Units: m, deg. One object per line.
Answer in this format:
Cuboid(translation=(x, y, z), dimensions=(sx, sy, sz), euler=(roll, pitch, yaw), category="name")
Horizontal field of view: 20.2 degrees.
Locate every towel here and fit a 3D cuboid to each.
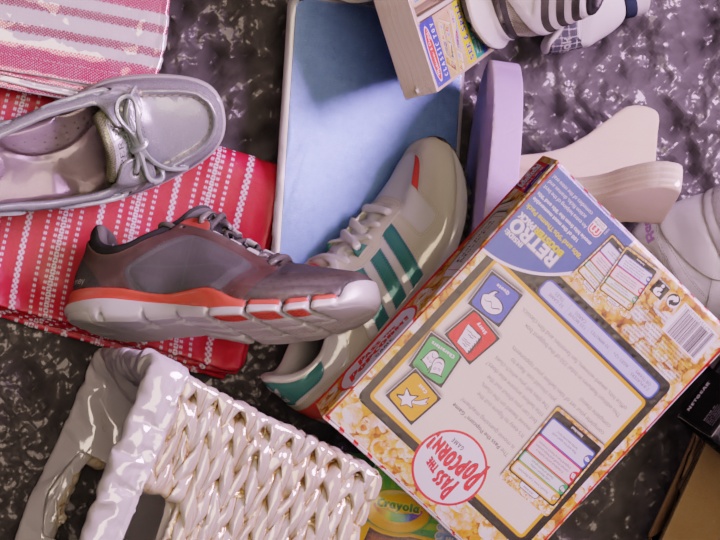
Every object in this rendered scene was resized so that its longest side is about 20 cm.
Cuboid(translation=(-0.188, -0.206, 1.273), dimensions=(0.145, 0.030, 0.202), euler=(10, 80, -15), category="towel")
Cuboid(translation=(-0.153, -0.024, 1.279), dimensions=(0.199, 0.022, 0.146), euler=(16, 83, -13), category="towel")

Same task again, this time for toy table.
Cuboid(translation=(0.126, -0.031, 1.279), dimensions=(0.116, 0.184, 0.202), euler=(9, 77, -3), category="toy table")

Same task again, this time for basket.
Cuboid(translation=(-0.108, 0.164, 1.192), dimensions=(0.160, 0.200, 0.199), euler=(24, 83, -14), category="basket")

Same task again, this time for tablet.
Cuboid(translation=(0.006, -0.074, 1.317), dimensions=(0.129, 0.014, 0.202), euler=(5, 86, -24), category="tablet")

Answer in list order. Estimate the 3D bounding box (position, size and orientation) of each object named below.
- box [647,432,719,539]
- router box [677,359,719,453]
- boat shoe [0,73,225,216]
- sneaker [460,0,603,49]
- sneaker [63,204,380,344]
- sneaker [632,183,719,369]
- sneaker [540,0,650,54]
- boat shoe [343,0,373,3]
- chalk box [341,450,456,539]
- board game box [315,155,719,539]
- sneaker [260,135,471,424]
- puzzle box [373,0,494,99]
Cuboid(translation=(0.308, 0.136, 1.348), dimensions=(0.199, 0.021, 0.164), euler=(13, 112, -20), category="box")
Cuboid(translation=(0.317, 0.060, 1.275), dimensions=(0.149, 0.051, 0.200), euler=(38, 90, -22), category="router box")
Cuboid(translation=(-0.176, -0.070, 1.225), dimensions=(0.200, 0.065, 0.075), euler=(-11, 107, -12), category="boat shoe")
Cuboid(translation=(0.109, -0.249, 1.269), dimensions=(0.115, 0.076, 0.202), euler=(-11, 98, 28), category="sneaker")
Cuboid(translation=(-0.084, -0.003, 1.217), dimensions=(0.198, 0.077, 0.083), euler=(0, 74, 14), category="sneaker")
Cuboid(translation=(0.249, 0.035, 1.363), dimensions=(0.099, 0.075, 0.201), euler=(-17, 110, 26), category="sneaker")
Cuboid(translation=(0.117, -0.244, 1.334), dimensions=(0.080, 0.076, 0.201), euler=(-27, 93, -4), category="sneaker")
Cuboid(translation=(-0.012, -0.270, 1.306), dimensions=(0.072, 0.060, 0.203), euler=(-15, 88, 24), category="boat shoe")
Cuboid(translation=(0.026, 0.187, 1.263), dimensions=(0.124, 0.124, 0.201), euler=(24, 82, -13), category="chalk box")
Cuboid(translation=(0.096, 0.058, 1.180), dimensions=(0.151, 0.046, 0.200), euler=(43, 90, -10), category="board game box")
Cuboid(translation=(0.000, 0.000, 1.267), dimensions=(0.093, 0.070, 0.201), euler=(23, 82, -24), category="sneaker")
Cuboid(translation=(0.034, -0.221, 1.271), dimensions=(0.133, 0.025, 0.201), euler=(-41, 116, -57), category="puzzle box")
